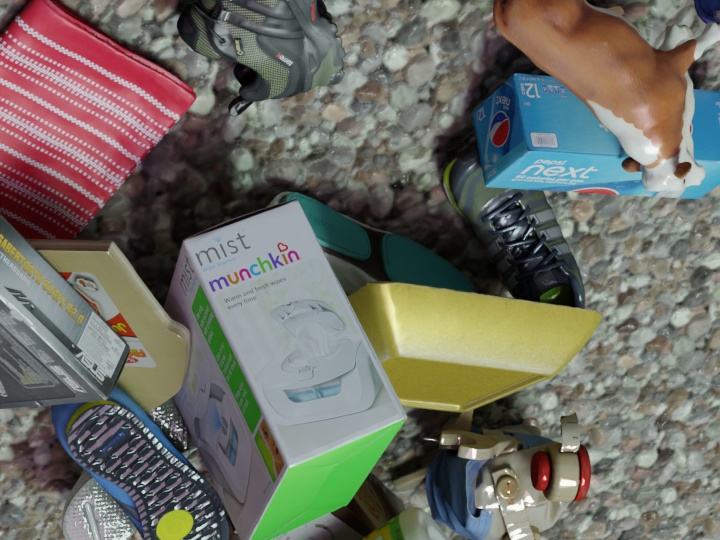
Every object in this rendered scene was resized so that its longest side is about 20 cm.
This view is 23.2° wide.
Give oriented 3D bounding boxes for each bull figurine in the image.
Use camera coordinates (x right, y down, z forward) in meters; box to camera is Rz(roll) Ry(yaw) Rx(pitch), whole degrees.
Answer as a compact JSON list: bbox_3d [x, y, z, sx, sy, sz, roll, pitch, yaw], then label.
[{"bbox_3d":[0.188,-0.149,1.246,0.200,0.065,0.122,40,70,-6],"label":"bull figurine"}]

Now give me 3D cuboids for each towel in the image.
[{"bbox_3d":[-0.225,-0.086,1.222,0.144,0.023,0.200,32,110,-34],"label":"towel"}]

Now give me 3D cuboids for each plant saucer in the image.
[{"bbox_3d":[0.054,0.067,1.349,0.198,0.049,0.200,8,161,-25],"label":"plant saucer"}]

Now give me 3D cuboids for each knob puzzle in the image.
[{"bbox_3d":[-0.205,0.038,1.262,0.218,0.031,0.220,13,145,10],"label":"knob puzzle"}]

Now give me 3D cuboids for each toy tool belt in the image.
[{"bbox_3d":[0.103,0.173,1.448,0.122,0.126,0.200,3,169,-11],"label":"toy tool belt"}]

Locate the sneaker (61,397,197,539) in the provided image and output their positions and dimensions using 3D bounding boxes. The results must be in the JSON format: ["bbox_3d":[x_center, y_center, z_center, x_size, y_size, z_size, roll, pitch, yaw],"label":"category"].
[{"bbox_3d":[-0.167,0.130,1.379,0.070,0.080,0.200,45,82,-16],"label":"sneaker"}]

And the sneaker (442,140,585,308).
[{"bbox_3d":[0.130,-0.023,1.362,0.074,0.081,0.200,-34,129,6],"label":"sneaker"}]

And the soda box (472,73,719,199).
[{"bbox_3d":[0.188,-0.098,1.315,0.198,0.065,0.068,2,158,-27],"label":"soda box"}]

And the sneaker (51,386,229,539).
[{"bbox_3d":[-0.164,0.146,1.311,0.066,0.078,0.201,-38,126,-5],"label":"sneaker"}]

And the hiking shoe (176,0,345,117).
[{"bbox_3d":[-0.078,-0.187,1.166,0.100,0.076,0.201,-26,131,-4],"label":"hiking shoe"}]

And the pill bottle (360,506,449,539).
[{"bbox_3d":[-0.009,0.283,1.371,0.199,0.111,0.111,-34,130,8],"label":"pill bottle"}]

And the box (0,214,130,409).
[{"bbox_3d":[-0.278,0.019,1.204,0.157,0.049,0.200,-7,137,37],"label":"box"}]

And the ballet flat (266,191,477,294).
[{"bbox_3d":[0.000,0.000,1.351,0.199,0.070,0.070,25,114,-29],"label":"ballet flat"}]

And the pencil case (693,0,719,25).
[{"bbox_3d":[0.334,-0.174,1.324,0.199,0.087,0.078,32,87,-36],"label":"pencil case"}]

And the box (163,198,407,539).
[{"bbox_3d":[-0.063,0.077,1.249,0.096,0.177,0.200,-21,163,-21],"label":"box"}]

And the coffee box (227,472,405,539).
[{"bbox_3d":[-0.030,0.204,1.450,0.079,0.115,0.200,-36,130,9],"label":"coffee box"}]

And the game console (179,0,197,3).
[{"bbox_3d":[-0.180,-0.270,1.040,0.174,0.117,0.201,-3,125,-19],"label":"game console"}]
